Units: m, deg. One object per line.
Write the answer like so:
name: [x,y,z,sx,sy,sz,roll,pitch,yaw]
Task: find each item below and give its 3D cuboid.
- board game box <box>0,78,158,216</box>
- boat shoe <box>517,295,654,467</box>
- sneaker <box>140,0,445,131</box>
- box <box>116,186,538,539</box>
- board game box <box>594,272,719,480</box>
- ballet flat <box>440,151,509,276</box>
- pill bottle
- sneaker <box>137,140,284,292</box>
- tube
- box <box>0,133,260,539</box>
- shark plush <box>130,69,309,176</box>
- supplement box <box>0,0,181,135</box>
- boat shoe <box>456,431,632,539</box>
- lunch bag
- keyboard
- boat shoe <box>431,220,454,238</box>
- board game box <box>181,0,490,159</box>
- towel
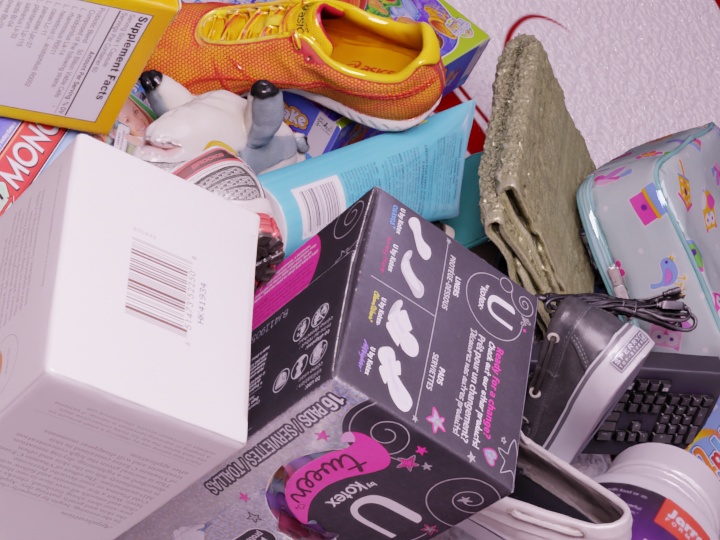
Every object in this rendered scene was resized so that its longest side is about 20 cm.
board game box: [-0.154,-0.058,0.979,0.135,0.029,0.200,40,42,-16]
boat shoe: [0.113,0.083,1.010,0.057,0.200,0.069,38,52,11]
sneaker: [-0.048,-0.137,1.000,0.199,0.077,0.073,6,57,5]
box: [-0.017,0.078,0.877,0.115,0.200,0.132,32,45,-20]
board game box: [0.215,0.077,1.222,0.151,0.037,0.200,-20,76,-49]
ballet flat: [0.077,0.005,1.130,0.073,0.073,0.200,35,37,-20]
pill bottle: [0.153,0.192,1.023,0.111,0.111,0.200,48,41,-5]
sneaker: [-0.144,-0.014,0.879,0.199,0.078,0.082,-11,58,-10]
tube: [0.005,-0.048,1.010,0.050,0.078,0.200,29,31,32]
box: [-0.142,0.052,0.778,0.097,0.200,0.125,24,48,-29]
shark plush: [-0.076,-0.050,1.006,0.200,0.091,0.084,47,57,-68]
supplement box: [-0.212,-0.161,0.908,0.199,0.109,0.110,9,50,-29]
boat shoe: [0.068,0.112,0.969,0.072,0.066,0.200,-26,46,-38]
lunch bag: [0.222,-0.009,1.172,0.200,0.077,0.161,-31,102,-61]
keyboard: [0.136,0.063,1.056,0.199,0.127,0.021,4,29,-19]
boat shoe: [0.000,0.000,1.041,0.068,0.072,0.200,47,33,2]
board game box: [-0.019,-0.150,1.131,0.134,0.045,0.200,39,39,11]
towel: [0.118,-0.052,1.124,0.200,0.036,0.149,-77,147,-47]
